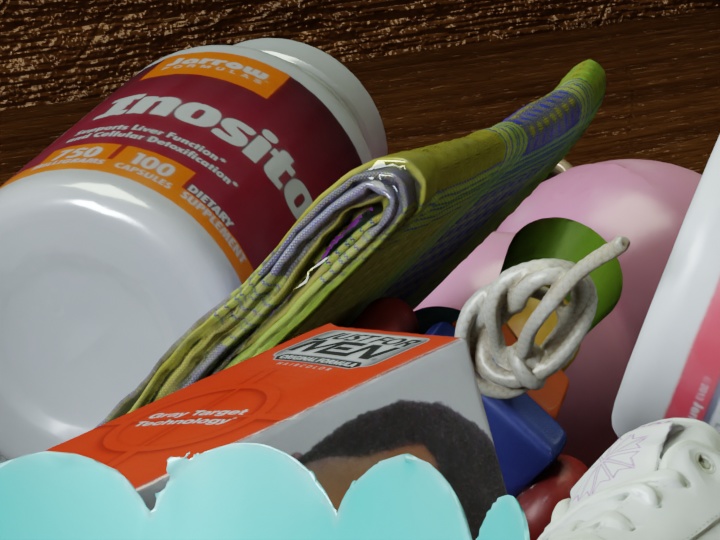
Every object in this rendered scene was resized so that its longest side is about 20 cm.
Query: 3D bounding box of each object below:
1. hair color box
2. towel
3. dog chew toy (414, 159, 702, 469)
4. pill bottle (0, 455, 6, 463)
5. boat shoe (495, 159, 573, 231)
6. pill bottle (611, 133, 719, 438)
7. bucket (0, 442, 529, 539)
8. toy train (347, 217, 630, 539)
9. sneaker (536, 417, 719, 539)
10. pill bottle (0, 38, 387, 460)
[{"bbox_3d":[-0.055,0.093,0.671,0.199,0.102,0.061,-24,15,-32],"label":"hair color box"},{"bbox_3d":[0.000,0.000,0.873,0.144,0.023,0.200,-46,-7,25],"label":"towel"},{"bbox_3d":[0.060,0.037,1.048,0.199,0.125,0.124,-21,16,-33],"label":"dog chew toy"},{"bbox_3d":[-0.163,0.045,1.131,0.110,0.112,0.200,-9,9,-21],"label":"pill bottle"},{"bbox_3d":[-0.001,0.017,1.130,0.200,0.071,0.065,-36,-12,-16],"label":"boat shoe"},{"bbox_3d":[0.181,0.030,0.829,0.199,0.120,0.120,22,13,7],"label":"pill bottle"},{"bbox_3d":[-0.058,0.117,0.513,0.206,0.136,0.207,-5,9,1],"label":"bucket"},{"bbox_3d":[0.046,0.022,0.871,0.200,0.085,0.116,-48,1,42],"label":"toy train"},{"bbox_3d":[0.052,0.083,0.673,0.075,0.100,0.199,-26,-22,33],"label":"sneaker"},{"bbox_3d":[-0.059,-0.011,1.030,0.112,0.114,0.200,-2,21,19],"label":"pill bottle"}]
